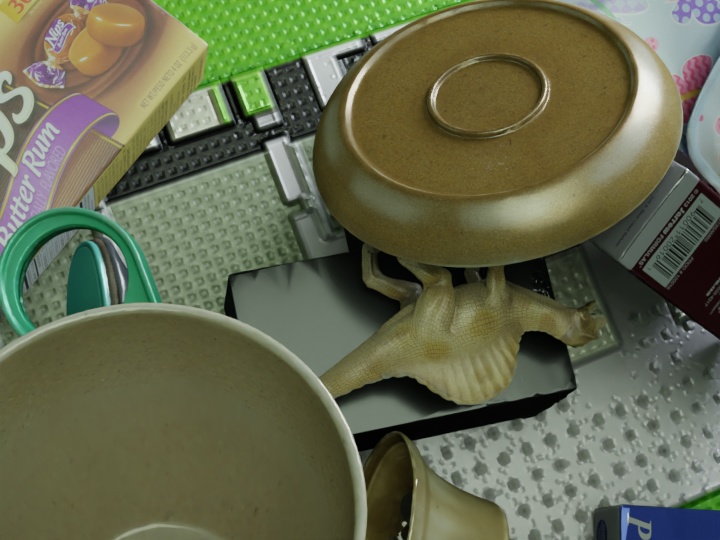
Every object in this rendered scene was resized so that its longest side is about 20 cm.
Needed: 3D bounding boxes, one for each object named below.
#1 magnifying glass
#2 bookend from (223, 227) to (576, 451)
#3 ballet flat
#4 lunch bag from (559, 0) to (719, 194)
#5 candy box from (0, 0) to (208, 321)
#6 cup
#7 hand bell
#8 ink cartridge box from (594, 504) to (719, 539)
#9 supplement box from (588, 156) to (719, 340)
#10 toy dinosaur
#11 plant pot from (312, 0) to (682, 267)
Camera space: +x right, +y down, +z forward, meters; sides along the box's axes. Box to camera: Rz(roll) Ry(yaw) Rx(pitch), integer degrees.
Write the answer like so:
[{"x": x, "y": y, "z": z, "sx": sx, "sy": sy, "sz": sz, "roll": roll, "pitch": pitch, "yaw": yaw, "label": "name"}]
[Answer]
[{"x": -0.113, "y": 0.042, "z": 0.710, "sx": 0.199, "sy": 0.022, "sz": 0.080, "roll": 40, "pitch": 84, "yaw": 14, "label": "magnifying glass"}, {"x": 0.000, "y": 0.000, "z": 0.782, "sx": 0.197, "sy": 0.092, "sz": 0.201, "roll": -11, "pitch": 77, "yaw": -11, "label": "bookend"}, {"x": -0.129, "y": 0.082, "z": 0.759, "sx": 0.072, "sy": 0.073, "sz": 0.203, "roll": -2, "pitch": 71, "yaw": -10, "label": "ballet flat"}, {"x": 0.202, "y": -0.144, "z": 0.835, "sx": 0.199, "sy": 0.127, "sz": 0.171, "roll": 36, "pitch": 79, "yaw": -3, "label": "lunch bag"}, {"x": -0.195, "y": -0.086, "z": 0.790, "sx": 0.116, "sy": 0.056, "sz": 0.201, "roll": 37, "pitch": 72, "yaw": 0, "label": "candy box"}, {"x": -0.098, "y": 0.138, "z": 0.619, "sx": 0.197, "sy": 0.144, "sz": 0.203, "roll": 1, "pitch": 57, "yaw": -2, "label": "cup"}, {"x": 0.098, "y": 0.160, "z": 0.731, "sx": 0.197, "sy": 0.104, "sz": 0.106, "roll": 14, "pitch": 74, "yaw": -16, "label": "hand bell"}, {"x": 0.186, "y": 0.241, "z": 0.779, "sx": 0.093, "sy": 0.044, "sz": 0.203, "roll": 5, "pitch": 75, "yaw": -10, "label": "ink cartridge box"}, {"x": 0.196, "y": -0.003, "z": 0.759, "sx": 0.199, "sy": 0.109, "sz": 0.061, "roll": 33, "pitch": 98, "yaw": -32, "label": "supplement box"}, {"x": 0.037, "y": 0.024, "z": 0.702, "sx": 0.197, "sy": 0.058, "sz": 0.102, "roll": -16, "pitch": 78, "yaw": -11, "label": "toy dinosaur"}, {"x": 0.068, "y": -0.084, "z": 0.706, "sx": 0.197, "sy": 0.028, "sz": 0.202, "roll": -8, "pitch": 47, "yaw": 8, "label": "plant pot"}]
